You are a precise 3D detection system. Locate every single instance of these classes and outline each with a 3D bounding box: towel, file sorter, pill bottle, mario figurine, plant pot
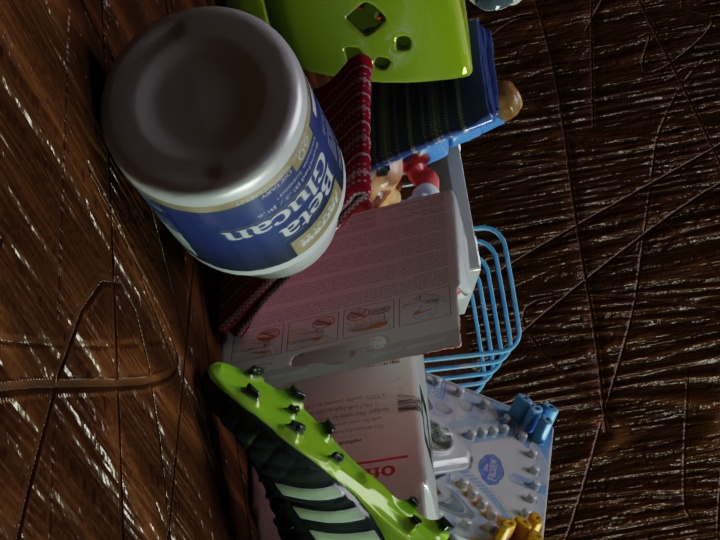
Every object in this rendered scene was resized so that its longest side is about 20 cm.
[{"bbox_3d":[0.018,-0.123,1.646,0.024,0.200,0.145,57,19,-34],"label":"towel"},{"bbox_3d":[0.077,0.047,2.046,0.200,0.123,0.139,113,-31,-73],"label":"file sorter"},{"bbox_3d":[-0.068,-0.061,1.158,0.200,0.111,0.111,60,20,-71],"label":"pill bottle"},{"bbox_3d":[-0.039,-0.053,1.355,0.022,0.145,0.200,36,25,-19],"label":"towel"},{"bbox_3d":[0.039,-0.112,1.709,0.123,0.200,0.106,28,-29,53],"label":"mario figurine"},{"bbox_3d":[0.031,-0.038,1.856,0.200,0.124,0.139,94,-12,-78],"label":"file sorter"},{"bbox_3d":[-0.019,-0.262,1.613,0.200,0.181,0.199,-89,167,-59],"label":"plant pot"}]

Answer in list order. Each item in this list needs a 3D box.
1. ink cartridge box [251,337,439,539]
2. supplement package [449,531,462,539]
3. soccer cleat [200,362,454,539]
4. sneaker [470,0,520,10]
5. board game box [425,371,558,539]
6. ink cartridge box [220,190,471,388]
[{"bbox_3d":[-0.011,0.121,1.368,0.067,0.116,0.200,75,8,-48],"label":"ink cartridge box"},{"bbox_3d":[0.035,0.285,1.500,0.121,0.120,0.200,-81,160,-72],"label":"supplement package"},{"bbox_3d":[-0.030,0.137,1.236,0.200,0.081,0.068,42,15,-11],"label":"soccer cleat"},{"bbox_3d":[0.100,-0.238,1.565,0.200,0.073,0.071,-51,140,-71],"label":"sneaker"},{"bbox_3d":[0.050,0.121,1.516,0.200,0.200,0.026,-73,-173,-62],"label":"board game box"},{"bbox_3d":[-0.008,0.028,1.341,0.200,0.161,0.050,-90,165,-58],"label":"ink cartridge box"}]
